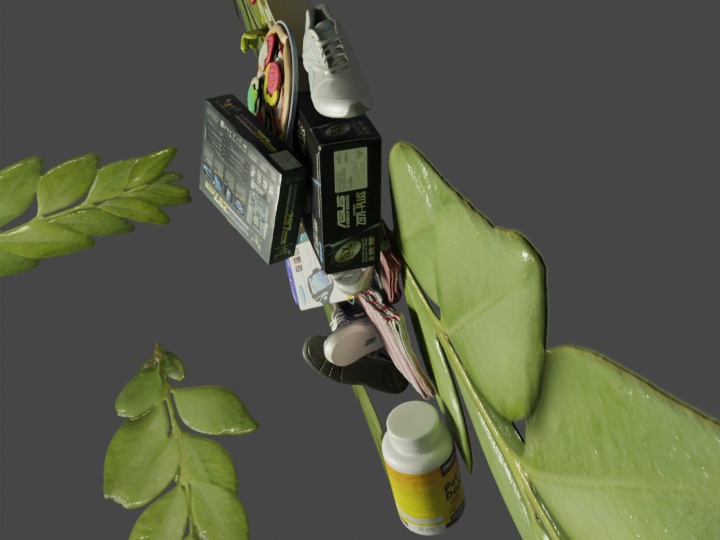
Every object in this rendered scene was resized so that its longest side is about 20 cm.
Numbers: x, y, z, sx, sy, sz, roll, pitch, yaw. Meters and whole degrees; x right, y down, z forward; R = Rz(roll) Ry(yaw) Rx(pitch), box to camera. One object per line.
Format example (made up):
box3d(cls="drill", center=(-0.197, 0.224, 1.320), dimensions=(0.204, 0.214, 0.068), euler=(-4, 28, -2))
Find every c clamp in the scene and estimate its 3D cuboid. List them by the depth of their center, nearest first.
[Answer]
box3d(cls="c clamp", center=(0.027, 0.021, 1.383), dimensions=(0.201, 0.027, 0.172), euler=(-117, 11, -50))

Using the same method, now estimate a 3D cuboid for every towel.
box3d(cls="towel", center=(0.023, -0.063, 1.233), dimensions=(0.144, 0.023, 0.202), euler=(84, 168, -68))
box3d(cls="towel", center=(0.057, 0.109, 1.282), dimensions=(0.147, 0.030, 0.200), euler=(64, 173, -17))

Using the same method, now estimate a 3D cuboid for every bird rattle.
box3d(cls="bird rattle", center=(-0.154, -0.480, 1.391), dimensions=(0.163, 0.111, 0.202), euler=(132, 133, -69))

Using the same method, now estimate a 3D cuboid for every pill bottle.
box3d(cls="pill bottle", center=(0.094, 0.296, 1.223), dimensions=(0.109, 0.108, 0.202), euler=(-119, 12, -55))

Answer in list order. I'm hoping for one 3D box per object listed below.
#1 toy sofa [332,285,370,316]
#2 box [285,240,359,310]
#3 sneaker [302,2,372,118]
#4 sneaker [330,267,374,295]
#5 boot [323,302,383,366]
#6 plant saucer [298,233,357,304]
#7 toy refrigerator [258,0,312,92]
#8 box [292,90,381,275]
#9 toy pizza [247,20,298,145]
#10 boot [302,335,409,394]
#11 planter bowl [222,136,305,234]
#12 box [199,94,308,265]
box3d(cls="toy sofa", center=(-0.021, 0.046, 1.595), dimensions=(0.098, 0.082, 0.202), euler=(-121, 15, -58))
box3d(cls="box", center=(-0.066, 0.002, 1.448), dimensions=(0.199, 0.041, 0.120), euler=(-15, 87, 55))
box3d(cls="sneaker", center=(-0.038, -0.260, 1.005), dimensions=(0.081, 0.070, 0.201), euler=(83, 168, -45))
box3d(cls="sneaker", center=(0.000, 0.000, 1.271), dimensions=(0.200, 0.074, 0.083), euler=(-87, -27, -70))
box3d(cls="boot", center=(-0.027, 0.104, 1.389), dimensions=(0.090, 0.073, 0.199), euler=(31, -164, 24))
box3d(cls="plant saucer", center=(-0.061, -0.014, 1.482), dimensions=(0.200, 0.019, 0.071), euler=(36, 125, 41))
box3d(cls="toy refrigerator", center=(-0.104, -0.368, 1.232), dimensions=(0.076, 0.069, 0.201), euler=(83, 168, -59))
box3d(cls="box", center=(-0.034, -0.125, 1.119), dimensions=(0.164, 0.085, 0.202), euler=(-116, 21, -50))
box3d(cls="toy pizza", center=(-0.130, -0.253, 1.156), dimensions=(0.200, 0.031, 0.203), euler=(-179, 90, -69))
box3d(cls="boot", center=(-0.011, 0.163, 1.493), dimensions=(0.151, 0.198, 0.074), euler=(-123, 49, -84))
box3d(cls="planter bowl", center=(-0.112, -0.142, 1.293), dimensions=(0.134, 0.199, 0.202), euler=(16, 129, 47))
box3d(cls="box", center=(-0.156, -0.130, 1.147), dimensions=(0.200, 0.051, 0.159), euler=(45, 138, 32))
